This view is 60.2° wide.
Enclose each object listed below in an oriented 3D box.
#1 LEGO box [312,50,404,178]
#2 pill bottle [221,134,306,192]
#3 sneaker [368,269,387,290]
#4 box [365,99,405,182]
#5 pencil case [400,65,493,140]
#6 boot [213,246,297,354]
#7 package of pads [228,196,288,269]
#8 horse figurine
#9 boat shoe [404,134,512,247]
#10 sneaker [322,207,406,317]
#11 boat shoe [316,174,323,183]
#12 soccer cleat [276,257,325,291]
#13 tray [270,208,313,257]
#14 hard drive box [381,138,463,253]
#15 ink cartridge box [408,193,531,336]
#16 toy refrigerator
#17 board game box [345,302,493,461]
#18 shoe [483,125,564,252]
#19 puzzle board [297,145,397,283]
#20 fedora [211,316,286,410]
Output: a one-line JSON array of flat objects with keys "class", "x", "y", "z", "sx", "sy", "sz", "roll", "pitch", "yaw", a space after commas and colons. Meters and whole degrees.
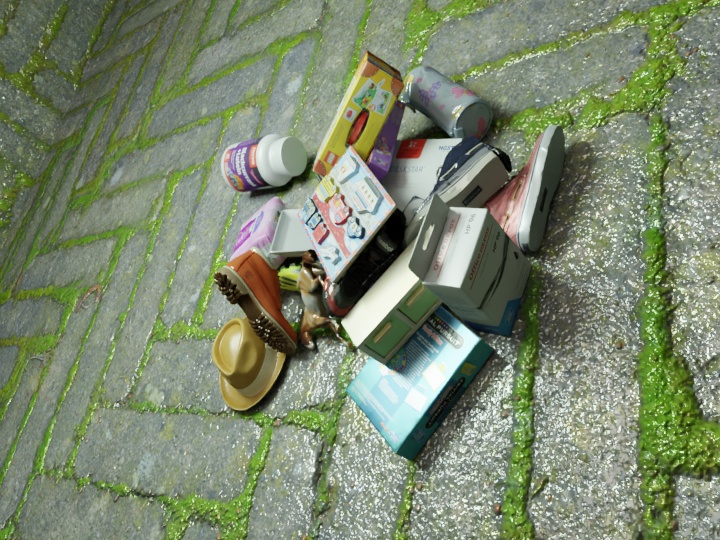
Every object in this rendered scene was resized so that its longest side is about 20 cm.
[{"class": "LEGO box", "x": -0.004, "y": -0.266, "z": 1.093, "sx": 0.203, "sy": 0.075, "sz": 0.150, "roll": -60, "pitch": 12, "yaw": 22}, {"class": "pill bottle", "x": -0.216, "y": -0.243, "z": 1.402, "sx": 0.196, "sy": 0.111, "sz": 0.115, "roll": -3, "pitch": 62, "yaw": 41}, {"class": "sneaker", "x": 0.000, "y": 0.000, "z": 1.059, "sx": 0.204, "sy": 0.085, "sz": 0.076, "roll": 62, "pitch": 150, "yaw": 22}, {"class": "box", "x": 0.024, "y": -0.207, "z": 1.138, "sx": 0.138, "sy": 0.038, "sz": 0.204, "roll": -54, "pitch": 15, "yaw": 47}, {"class": "pencil case", "x": 0.152, "y": -0.301, "z": 1.124, "sx": 0.088, "sy": 0.085, "sz": 0.200, "roll": -20, "pitch": 41, "yaw": -20}, {"class": "boot", "x": -0.165, "y": 0.053, "z": 1.128, "sx": 0.074, "sy": 0.202, "sz": 0.107, "roll": -24, "pitch": 17, "yaw": 48}, {"class": "package of pads", "x": -0.198, "y": -0.056, "z": 1.254, "sx": 0.119, "sy": 0.076, "sz": 0.202, "roll": -37, "pitch": 23, "yaw": 17}, {"class": "horse figurine", "x": -0.072, "y": 0.049, "z": 1.073, "sx": 0.049, "sy": 0.207, "sz": 0.131, "roll": -21, "pitch": 24, "yaw": -33}, {"class": "boat shoe", "x": 0.137, "y": -0.121, "z": 0.963, "sx": 0.199, "sy": 0.075, "sz": 0.093, "roll": -40, "pitch": 38, "yaw": 7}, {"class": "sneaker", "x": 0.009, "y": -0.019, "z": 0.951, "sx": 0.203, "sy": 0.070, "sz": 0.097, "roll": -58, "pitch": 16, "yaw": -16}, {"class": "boat shoe", "x": -0.049, "y": -0.140, "z": 1.222, "sx": 0.057, "sy": 0.068, "sz": 0.201, "roll": -44, "pitch": 46, "yaw": 10}, {"class": "soccer cleat", "x": -0.099, "y": 0.021, "z": 1.169, "sx": 0.197, "sy": 0.064, "sz": 0.086, "roll": -14, "pitch": 95, "yaw": 48}, {"class": "tray", "x": -0.109, "y": -0.072, "z": 1.189, "sx": 0.103, "sy": 0.023, "sz": 0.202, "roll": -3, "pitch": 28, "yaw": 2}, {"class": "hard drive box", "x": 0.099, "y": -0.118, "z": 1.068, "sx": 0.153, "sy": 0.076, "sz": 0.205, "roll": 8, "pitch": 70, "yaw": 43}, {"class": "ink cartridge box", "x": 0.156, "y": -0.005, "z": 0.856, "sx": 0.067, "sy": 0.199, "sz": 0.119, "roll": 7, "pitch": 68, "yaw": 42}, {"class": "toy refrigerator", "x": 0.070, "y": 0.039, "z": 0.928, "sx": 0.200, "sy": 0.075, "sz": 0.070, "roll": -47, "pitch": 42, "yaw": 7}, {"class": "board game box", "x": 0.084, "y": 0.152, "z": 0.934, "sx": 0.202, "sy": 0.047, "sz": 0.151, "roll": -53, "pitch": 42, "yaw": 2}, {"class": "shoe", "x": 0.246, "y": -0.129, "z": 0.947, "sx": 0.089, "sy": 0.071, "sz": 0.206, "roll": 8, "pitch": 73, "yaw": 40}, {"class": "puzzle board", "x": -0.030, "y": -0.096, "z": 0.978, "sx": 0.152, "sy": 0.017, "sz": 0.202, "roll": -50, "pitch": 39, "yaw": 16}, {"class": "fedora", "x": -0.226, "y": 0.158, "z": 1.182, "sx": 0.197, "sy": 0.081, "sz": 0.206, "roll": -22, "pitch": 52, "yaw": 31}]
